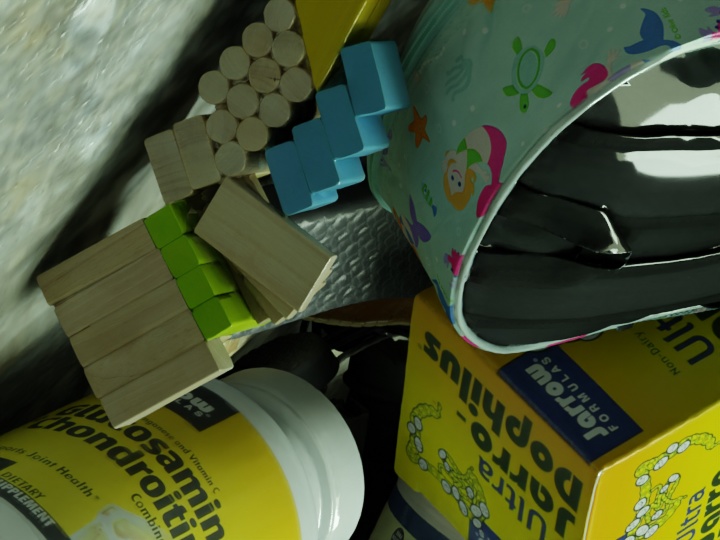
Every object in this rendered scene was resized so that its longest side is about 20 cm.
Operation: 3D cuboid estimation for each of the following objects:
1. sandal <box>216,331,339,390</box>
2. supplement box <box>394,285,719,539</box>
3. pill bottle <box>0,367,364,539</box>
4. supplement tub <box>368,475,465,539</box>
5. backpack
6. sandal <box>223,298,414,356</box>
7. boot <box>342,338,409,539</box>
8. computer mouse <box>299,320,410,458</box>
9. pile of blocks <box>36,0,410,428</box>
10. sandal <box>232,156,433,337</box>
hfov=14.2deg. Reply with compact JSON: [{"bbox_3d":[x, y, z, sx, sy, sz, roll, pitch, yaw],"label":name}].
[{"bbox_3d":[-0.076,0.103,1.208,0.200,0.043,0.076,-47,-166,12],"label":"sandal"},{"bbox_3d":[0.125,0.035,1.127,0.199,0.109,0.110,-28,145,-27],"label":"supplement box"},{"bbox_3d":[-0.085,0.100,1.044,0.200,0.112,0.112,-25,152,-53],"label":"pill bottle"},{"bbox_3d":[0.045,0.190,1.216,0.201,0.144,0.145,-64,165,8],"label":"supplement tub"},{"bbox_3d":[0.101,-0.062,0.994,0.199,0.151,0.178,-17,150,-30],"label":"backpack"},{"bbox_3d":[-0.002,0.004,1.174,0.211,0.070,0.078,-38,162,-44],"label":"sandal"},{"bbox_3d":[0.071,0.127,1.320,0.076,0.199,0.169,-121,-139,-75],"label":"boot"},{"bbox_3d":[-0.008,0.090,1.209,0.140,0.046,0.201,-15,-137,56],"label":"computer mouse"},{"bbox_3d":[-0.025,-0.036,0.962,0.201,0.082,0.062,-55,166,18],"label":"pile of blocks"},{"bbox_3d":[0.012,-0.024,1.102,0.199,0.043,0.076,-8,136,-34],"label":"sandal"}]
